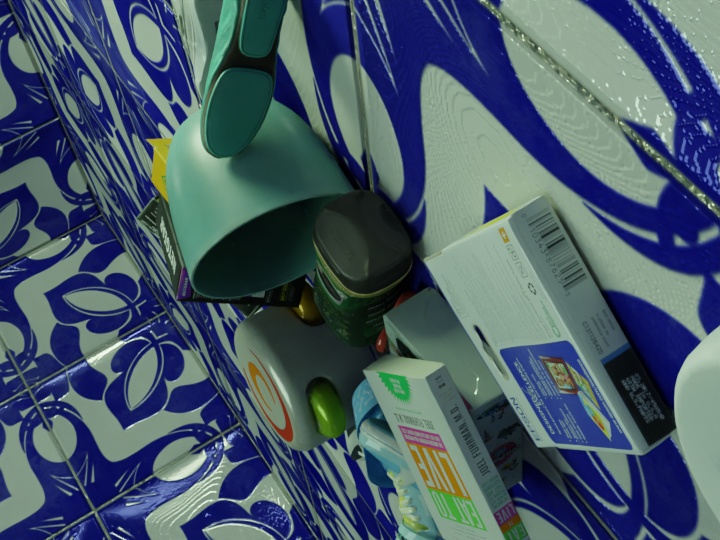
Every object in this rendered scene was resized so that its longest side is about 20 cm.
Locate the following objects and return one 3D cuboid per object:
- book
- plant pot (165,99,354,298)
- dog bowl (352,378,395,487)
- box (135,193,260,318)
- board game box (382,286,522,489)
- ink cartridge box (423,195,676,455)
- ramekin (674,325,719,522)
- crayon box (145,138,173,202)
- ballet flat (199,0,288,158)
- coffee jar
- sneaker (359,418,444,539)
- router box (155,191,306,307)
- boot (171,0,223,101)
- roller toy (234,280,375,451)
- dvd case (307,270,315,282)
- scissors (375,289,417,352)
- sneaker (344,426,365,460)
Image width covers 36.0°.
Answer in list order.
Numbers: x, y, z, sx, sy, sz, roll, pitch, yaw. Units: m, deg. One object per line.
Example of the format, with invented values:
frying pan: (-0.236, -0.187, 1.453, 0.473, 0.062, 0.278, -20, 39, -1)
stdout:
book: (0.087, 0.178, 1.076, 0.200, 0.048, 0.134, 63, 159, -10)
plant pot: (-0.116, -0.090, 1.189, 0.201, 0.200, 0.161, 99, 148, -67)
dog bowl: (0.047, 0.186, 1.331, 0.200, 0.111, 0.050, 77, 170, -48)
box: (-0.189, -0.036, 1.521, 0.200, 0.048, 0.193, 42, -161, -1)
board game box: (0.099, 0.134, 1.141, 0.148, 0.064, 0.200, 49, 163, 35)
ink cartridge box: (0.143, 0.051, 0.883, 0.198, 0.047, 0.200, 59, 167, -1)
ramekin: (0.243, 0.090, 0.524, 0.201, 0.098, 0.201, 54, 164, 23)
crayon box: (-0.176, -0.106, 1.373, 0.200, 0.127, 0.051, 47, 135, 47)
ballet flat: (-0.114, -0.209, 1.076, 0.070, 0.067, 0.200, -123, 45, -55)
coffee jar: (0.000, 0.000, 1.164, 0.104, 0.085, 0.200, 55, 165, 18)
sneaker: (0.057, 0.264, 1.253, 0.200, 0.131, 0.080, 35, -176, -10)
router box: (-0.162, -0.027, 1.345, 0.200, 0.149, 0.051, -120, 39, -56)
boot: (-0.172, -0.280, 1.254, 0.096, 0.073, 0.200, 57, 157, 35)
roller toy: (-0.063, 0.119, 1.402, 0.200, 0.140, 0.182, 59, 160, 10)
dvd case: (-0.058, -0.026, 1.421, 0.200, 0.025, 0.150, 53, 164, 27)
scissors: (0.056, 0.063, 1.223, 0.014, 0.073, 0.200, 28, 179, 17)
sneaker: (0.029, 0.240, 1.533, 0.199, 0.079, 0.130, 48, 162, 38)
